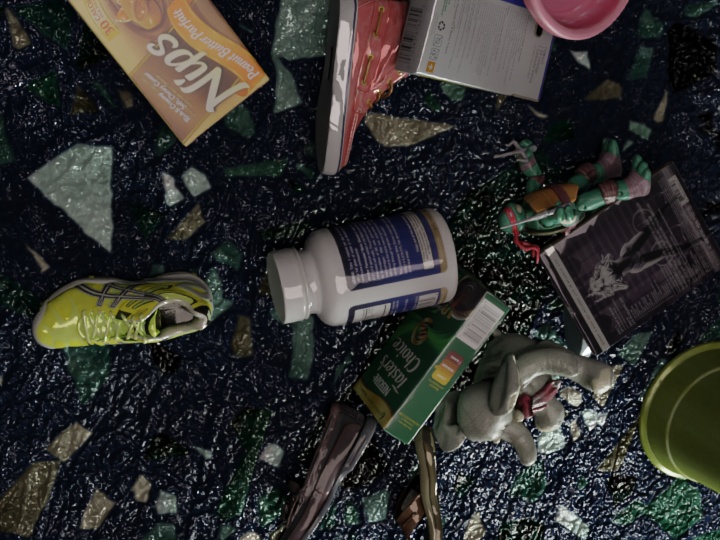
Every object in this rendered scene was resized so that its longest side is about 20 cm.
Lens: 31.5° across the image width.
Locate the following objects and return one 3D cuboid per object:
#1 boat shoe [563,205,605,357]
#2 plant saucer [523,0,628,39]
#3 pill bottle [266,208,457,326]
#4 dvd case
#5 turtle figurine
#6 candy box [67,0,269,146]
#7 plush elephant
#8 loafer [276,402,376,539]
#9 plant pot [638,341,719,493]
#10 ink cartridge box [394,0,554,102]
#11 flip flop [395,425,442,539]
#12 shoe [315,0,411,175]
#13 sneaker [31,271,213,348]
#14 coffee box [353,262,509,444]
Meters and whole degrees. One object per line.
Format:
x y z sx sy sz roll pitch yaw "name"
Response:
0.308 0.014 1.563 0.090 0.071 0.201 1 106 -14 "boat shoe"
0.232 -0.356 1.394 0.200 0.051 0.202 -15 114 -37 "plant saucer"
0.000 0.000 1.436 0.199 0.111 0.112 -11 111 -14 "pill bottle"
0.325 -0.014 1.521 0.200 0.016 0.149 -34 105 -7 "dvd case"
0.226 -0.090 1.474 0.199 0.150 0.101 -19 139 -15 "turtle figurine"
-0.200 -0.243 1.317 0.115 0.055 0.200 -39 116 -2 "candy box"
0.177 0.155 1.515 0.200 0.165 0.155 36 54 -10 "plush elephant"
-0.056 0.251 1.537 0.063 0.072 0.200 32 90 -5 "loafer"
0.489 0.217 1.628 0.199 0.190 0.201 -5 110 -15 "plant pot"
0.140 -0.298 1.394 0.199 0.047 0.199 5 101 -45 "ink cartridge box"
0.070 0.288 1.582 0.057 0.081 0.201 -4 109 1 "flip flop"
0.006 -0.200 1.391 0.091 0.071 0.201 3 104 -16 "shoe"
-0.257 0.046 1.387 0.199 0.076 0.076 -13 113 -12 "sneaker"
0.080 0.093 1.489 0.044 0.123 0.200 34 97 -26 "coffee box"
